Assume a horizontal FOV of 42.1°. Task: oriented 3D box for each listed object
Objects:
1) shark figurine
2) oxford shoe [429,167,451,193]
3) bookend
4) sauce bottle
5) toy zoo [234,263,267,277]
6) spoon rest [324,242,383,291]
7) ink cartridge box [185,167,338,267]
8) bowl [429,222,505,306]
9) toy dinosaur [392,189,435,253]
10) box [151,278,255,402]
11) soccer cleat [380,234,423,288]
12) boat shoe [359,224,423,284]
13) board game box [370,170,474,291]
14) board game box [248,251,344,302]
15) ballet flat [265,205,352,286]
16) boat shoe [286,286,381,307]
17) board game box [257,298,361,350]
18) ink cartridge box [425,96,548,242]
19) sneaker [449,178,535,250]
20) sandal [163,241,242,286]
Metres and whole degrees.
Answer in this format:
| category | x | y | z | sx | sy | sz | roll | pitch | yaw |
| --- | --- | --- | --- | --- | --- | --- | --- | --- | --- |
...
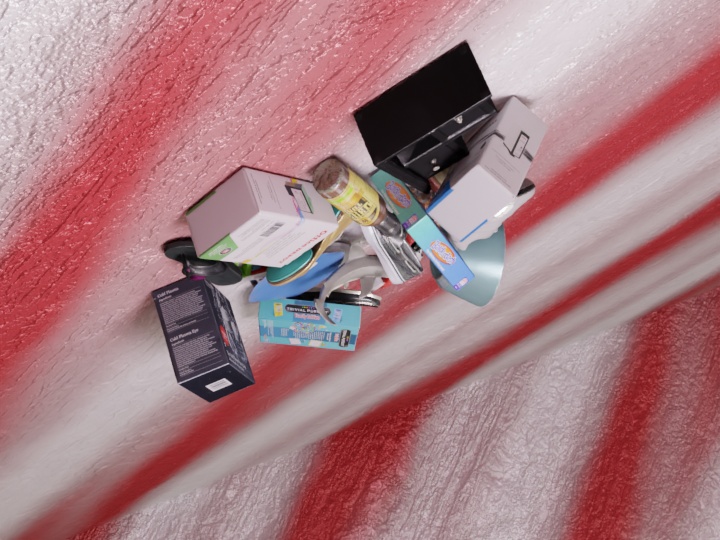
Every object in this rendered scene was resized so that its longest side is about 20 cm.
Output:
| category | x | y | z | sx | sy | sz | roll | pitch | yaw |
| --- | --- | --- | --- | --- | --- | --- | --- | --- | --- |
| shark figurine | -0.022 | 0.001 | 1.741 | 0.213 | 0.128 | 0.090 | -28 | 139 | -23 |
| oxford shoe | 0.153 | -0.168 | 1.653 | 0.075 | 0.070 | 0.200 | -56 | 150 | 4 |
| bookend | 0.126 | -0.220 | 1.409 | 0.197 | 0.093 | 0.199 | -29 | 160 | 20 |
| sauce bottle | 0.001 | -0.113 | 1.536 | 0.064 | 0.065 | 0.199 | -30 | 144 | 23 |
| toy zoo | -0.150 | -0.037 | 1.708 | 0.198 | 0.021 | 0.131 | -15 | 160 | -18 |
| spoon rest | -0.034 | -0.012 | 1.869 | 0.099 | 0.061 | 0.199 | -33 | 145 | 26 |
| ink cartridge box | -0.154 | -0.080 | 1.494 | 0.144 | 0.085 | 0.199 | -33 | 158 | 30 |
| bowl | 0.206 | -0.031 | 1.893 | 0.104 | 0.203 | 0.201 | 5 | 153 | -15 |
| toy dinosaur | 0.112 | -0.087 | 1.761 | 0.136 | 0.102 | 0.200 | -42 | 135 | 9 |
| box | -0.292 | 0.130 | 1.756 | 0.103 | 0.184 | 0.200 | -22 | 161 | 1 |
| soccer cleat | 0.083 | -0.023 | 1.931 | 0.084 | 0.069 | 0.200 | -9 | 153 | -30 |
| boat shoe | 0.053 | -0.065 | 1.672 | 0.070 | 0.073 | 0.201 | -20 | 127 | 17 |
| board game box | 0.107 | -0.073 | 1.593 | 0.045 | 0.153 | 0.200 | -37 | 138 | 7 |
| board game box | -0.124 | -0.004 | 1.741 | 0.158 | 0.039 | 0.199 | -41 | 160 | 33 |
| ballet flat | -0.079 | -0.042 | 1.616 | 0.200 | 0.069 | 0.063 | -46 | 146 | 6 |
| boat shoe | -0.055 | 0.069 | 1.922 | 0.197 | 0.069 | 0.072 | 2 | 174 | -2 |
| board game box | -0.103 | 0.108 | 1.867 | 0.197 | 0.048 | 0.151 | 6 | 158 | -3 |
| ink cartridge box | 0.205 | -0.164 | 1.504 | 0.146 | 0.084 | 0.201 | -43 | -168 | 47 |
| sneaker | 0.248 | -0.114 | 1.793 | 0.198 | 0.075 | 0.088 | -29 | 136 | -7 |
| sandal | -0.263 | -0.002 | 1.607 | 0.075 | 0.049 | 0.200 | -16 | 156 | 20 |
